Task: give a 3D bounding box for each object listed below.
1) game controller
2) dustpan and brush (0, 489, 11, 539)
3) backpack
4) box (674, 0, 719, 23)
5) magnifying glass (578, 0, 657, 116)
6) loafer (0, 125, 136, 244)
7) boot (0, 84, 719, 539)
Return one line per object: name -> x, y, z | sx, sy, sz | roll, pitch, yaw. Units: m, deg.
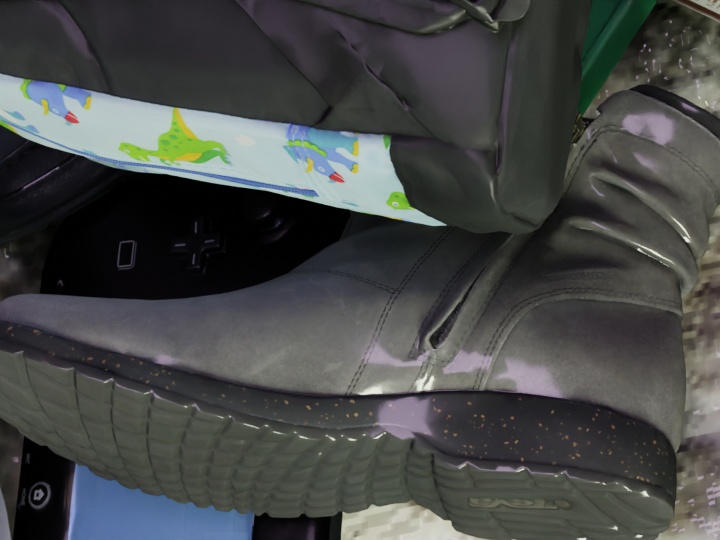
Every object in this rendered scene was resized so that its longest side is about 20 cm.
game controller -> -0.054, 0.065, 0.745 | 0.104, 0.042, 0.200 | -3, 69, 17
dustpan and brush -> -0.098, 0.120, 0.710 | 0.140, 0.057, 0.200 | -45, 59, 28
backpack -> -0.038, -0.090, 0.663 | 0.200, 0.154, 0.163 | 5, 80, 12
box -> 0.126, -0.175, 0.740 | 0.100, 0.075, 0.200 | 26, 80, -1
magnifying glass -> 0.051, -0.054, 0.766 | 0.079, 0.022, 0.200 | 3, 72, 19
loafer -> -0.064, -0.093, 0.784 | 0.201, 0.070, 0.068 | -45, 38, -3
boot -> 0.000, 0.000, 0.710 | 0.200, 0.070, 0.132 | 10, 63, 1
